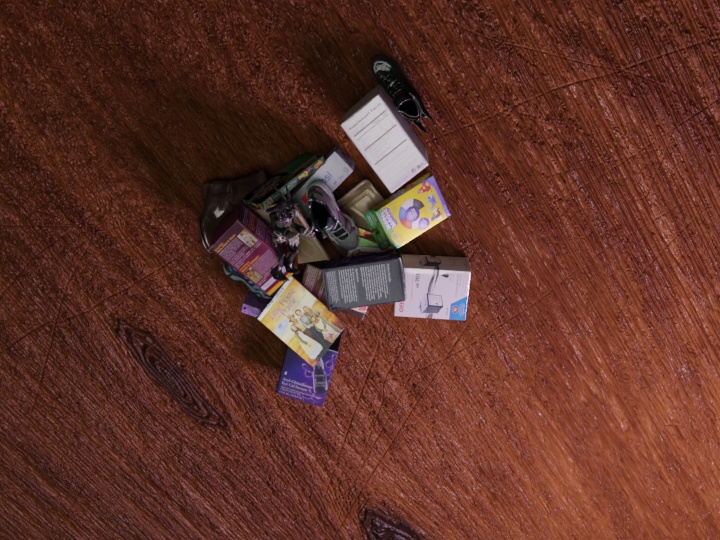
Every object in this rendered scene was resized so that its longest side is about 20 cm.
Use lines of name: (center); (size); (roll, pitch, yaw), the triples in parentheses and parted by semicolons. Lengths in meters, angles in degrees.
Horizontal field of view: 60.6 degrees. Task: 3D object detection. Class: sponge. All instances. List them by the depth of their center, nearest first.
sponge: (-0.222, 0.108, 1.686); (0.194, 0.112, 0.031); (21, 115, -6)

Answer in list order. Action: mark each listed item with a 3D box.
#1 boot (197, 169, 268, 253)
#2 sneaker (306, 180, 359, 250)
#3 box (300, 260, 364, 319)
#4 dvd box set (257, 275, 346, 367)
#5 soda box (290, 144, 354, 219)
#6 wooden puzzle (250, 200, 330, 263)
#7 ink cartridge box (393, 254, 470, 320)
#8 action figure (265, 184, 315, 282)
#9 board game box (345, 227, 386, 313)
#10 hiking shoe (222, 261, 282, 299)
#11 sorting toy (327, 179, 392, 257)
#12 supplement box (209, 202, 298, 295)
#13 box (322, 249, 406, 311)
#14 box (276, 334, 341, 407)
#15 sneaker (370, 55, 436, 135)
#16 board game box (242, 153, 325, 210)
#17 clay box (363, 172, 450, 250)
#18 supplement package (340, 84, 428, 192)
boot: (-0.309, -0.147, 1.541); (0.193, 0.064, 0.194); (-4, 87, 21)
sneaker: (-0.071, -0.105, 1.483); (0.077, 0.141, 0.201); (-31, 114, 18)
box: (-0.064, 0.042, 1.664); (0.194, 0.075, 0.102); (22, 116, -4)
dvd box set: (-0.153, 0.133, 1.622); (0.199, 0.029, 0.147); (41, 89, -6)
soda box: (-0.103, -0.215, 1.544); (0.068, 0.064, 0.200); (40, 113, -15)
wooden puzzle: (-0.179, -0.099, 1.572); (0.196, 0.047, 0.187); (-1, 132, 43)
ink cartridge box: (0.187, 0.044, 1.637); (0.192, 0.087, 0.151); (2, 117, 2)
action figure: (-0.160, -0.085, 1.413); (0.099, 0.118, 0.207); (16, 114, 26)
board game box: (0.000, 0.000, 1.599); (0.093, 0.030, 0.206); (17, 98, -6)
hiking shoe: (-0.275, 0.012, 1.654); (0.195, 0.076, 0.087); (25, 137, -8)
sorting toy: (0.005, -0.114, 1.605); (0.183, 0.037, 0.201); (-34, 113, 19)
supplement box: (-0.259, -0.051, 1.515); (0.110, 0.087, 0.199); (-38, 119, 20)
box: (0.013, 0.022, 1.511); (0.193, 0.148, 0.108); (-9, 98, 4)
box: (-0.147, 0.261, 1.752); (0.143, 0.105, 0.205); (15, 117, -2)
sneaker: (0.096, -0.404, 1.411); (0.060, 0.105, 0.200); (-39, 108, 22)
board game box: (-0.182, -0.214, 1.470); (0.199, 0.104, 0.024); (-41, 119, -21)
clay box: (0.116, -0.140, 1.540); (0.197, 0.048, 0.117); (-32, 112, -3)
supplement package: (0.059, -0.311, 1.453); (0.116, 0.118, 0.201); (-33, 109, 19)
